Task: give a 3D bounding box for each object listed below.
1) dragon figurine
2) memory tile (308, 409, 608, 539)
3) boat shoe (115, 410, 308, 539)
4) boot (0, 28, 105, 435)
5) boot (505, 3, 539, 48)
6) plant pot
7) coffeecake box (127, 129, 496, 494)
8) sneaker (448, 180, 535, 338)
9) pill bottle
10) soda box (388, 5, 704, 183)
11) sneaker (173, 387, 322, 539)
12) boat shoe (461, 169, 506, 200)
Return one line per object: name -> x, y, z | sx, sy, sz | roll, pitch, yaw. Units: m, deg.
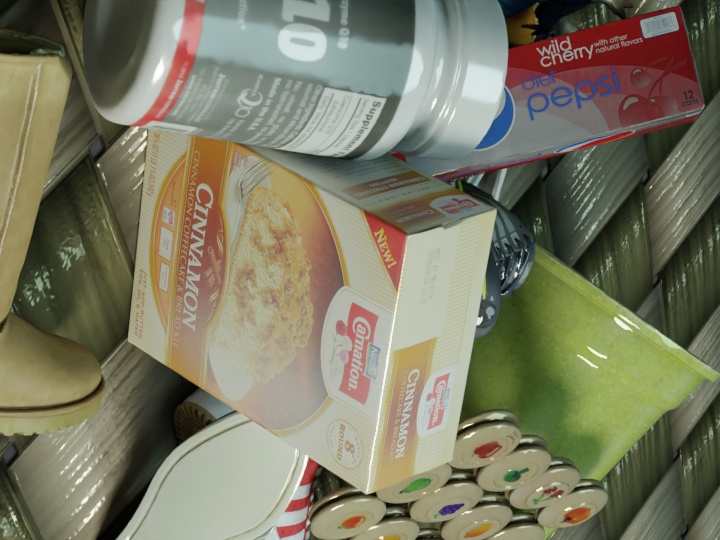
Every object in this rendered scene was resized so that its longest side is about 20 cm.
dragon figurine -> 0.095, -0.181, 1.321 | 0.199, 0.099, 0.059 | 18, 75, -41
memory tile -> 0.066, 0.155, 1.447 | 0.153, 0.017, 0.200 | -29, 148, 15
boat shoe -> -0.088, 0.140, 1.323 | 0.200, 0.075, 0.062 | -55, 177, 30
boot -> -0.174, -0.018, 1.129 | 0.175, 0.066, 0.201 | -8, 116, -57
boot -> 0.029, -0.155, 1.370 | 0.144, 0.071, 0.201 | -52, 145, -12
plant pot -> 0.118, 0.089, 1.578 | 0.185, 0.200, 0.200 | -55, 150, 3
coffeecake box -> -0.032, 0.005, 1.230 | 0.073, 0.199, 0.154 | -17, 125, -43
sneaker -> 0.071, -0.011, 1.375 | 0.200, 0.080, 0.074 | -98, -150, -66
pill bottle -> -0.032, -0.118, 1.156 | 0.199, 0.114, 0.115 | 7, 107, -28
soda box -> 0.097, -0.097, 1.322 | 0.070, 0.199, 0.064 | 47, 30, -86
sneaker -> -0.048, 0.128, 1.430 | 0.112, 0.071, 0.201 | -42, 140, -31
boat shoe -> 0.051, -0.001, 1.504 | 0.073, 0.065, 0.201 | -18, 125, -53
